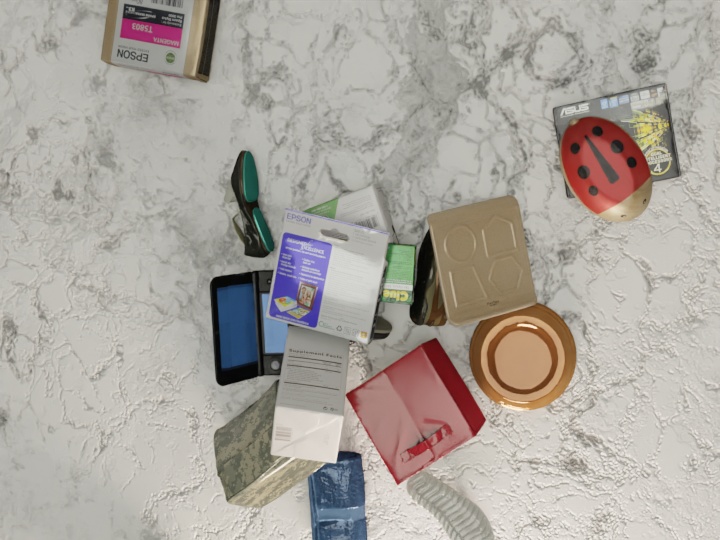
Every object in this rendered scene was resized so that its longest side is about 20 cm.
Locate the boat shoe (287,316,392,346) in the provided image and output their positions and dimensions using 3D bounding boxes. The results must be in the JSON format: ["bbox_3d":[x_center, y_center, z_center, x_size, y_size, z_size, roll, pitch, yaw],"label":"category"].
[{"bbox_3d":[-0.040,0.114,1.670,0.195,0.073,0.064,5,113,-4],"label":"boat shoe"}]

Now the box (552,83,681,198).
[{"bbox_3d":[0.446,-0.224,1.565,0.195,0.049,0.165,-9,92,12],"label":"box"}]

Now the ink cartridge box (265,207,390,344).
[{"bbox_3d":[-0.055,0.008,1.569,0.194,0.043,0.205,14,103,9],"label":"ink cartridge box"}]

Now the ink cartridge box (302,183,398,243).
[{"bbox_3d":[-0.003,-0.039,1.642,0.143,0.084,0.204,-18,93,12],"label":"ink cartridge box"}]

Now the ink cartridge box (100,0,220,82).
[{"bbox_3d":[-0.373,-0.454,1.672,0.195,0.075,0.169,11,96,8],"label":"ink cartridge box"}]

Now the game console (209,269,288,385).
[{"bbox_3d":[-0.179,0.105,1.670,0.166,0.118,0.205,-2,96,10],"label":"game console"}]

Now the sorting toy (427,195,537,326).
[{"bbox_3d":[0.217,-0.018,1.602,0.181,0.036,0.205,-14,91,-19],"label":"sorting toy"}]

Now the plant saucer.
[{"bbox_3d":[0.296,0.158,1.634,0.195,0.037,0.205,1,95,9],"label":"plant saucer"}]

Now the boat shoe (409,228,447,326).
[{"bbox_3d":[0.145,0.004,1.634,0.072,0.075,0.205,14,89,-20],"label":"boat shoe"}]

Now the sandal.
[{"bbox_3d":[0.174,0.453,1.681,0.083,0.050,0.202,-46,74,-3],"label":"sandal"}]

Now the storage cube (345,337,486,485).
[{"bbox_3d":[0.102,0.246,1.600,0.169,0.200,0.182,-34,83,12],"label":"storage cube"}]

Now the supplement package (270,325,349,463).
[{"bbox_3d":[-0.086,0.215,1.573,0.117,0.202,0.123,8,127,-2],"label":"supplement package"}]

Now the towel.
[{"bbox_3d":[-0.044,0.450,1.716,0.109,0.049,0.205,-2,95,9],"label":"towel"}]

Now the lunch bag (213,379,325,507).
[{"bbox_3d":[-0.176,0.321,1.675,0.199,0.139,0.170,-38,59,17],"label":"lunch bag"}]

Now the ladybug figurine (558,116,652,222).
[{"bbox_3d":[0.414,-0.173,1.515,0.135,0.072,0.201,-39,88,13],"label":"ladybug figurine"}]

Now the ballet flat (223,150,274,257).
[{"bbox_3d":[-0.219,-0.120,1.683,0.067,0.068,0.205,-11,93,19],"label":"ballet flat"}]

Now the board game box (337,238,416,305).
[{"bbox_3d":[0.000,0.000,1.591,0.195,0.023,0.108,5,96,10],"label":"board game box"}]
